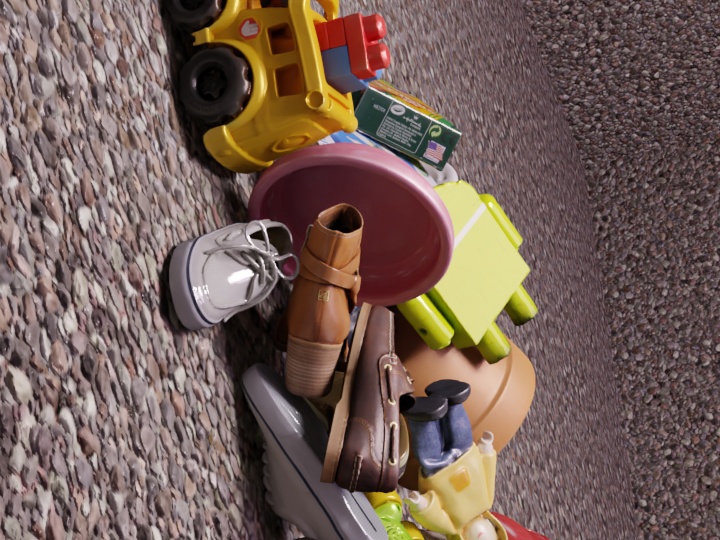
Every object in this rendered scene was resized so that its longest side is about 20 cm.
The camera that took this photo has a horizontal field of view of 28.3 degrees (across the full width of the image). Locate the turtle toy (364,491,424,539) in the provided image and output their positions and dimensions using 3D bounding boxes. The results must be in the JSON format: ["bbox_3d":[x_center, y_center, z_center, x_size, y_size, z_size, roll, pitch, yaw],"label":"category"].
[{"bbox_3d":[0.031,0.309,1.369,0.146,0.100,0.201,59,-3,45],"label":"turtle toy"}]

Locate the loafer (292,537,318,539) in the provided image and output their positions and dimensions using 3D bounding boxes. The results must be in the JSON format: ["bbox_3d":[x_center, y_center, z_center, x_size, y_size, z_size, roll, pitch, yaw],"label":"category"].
[{"bbox_3d":[-0.049,0.305,1.152,0.071,0.072,0.202,54,26,-51],"label":"loafer"}]

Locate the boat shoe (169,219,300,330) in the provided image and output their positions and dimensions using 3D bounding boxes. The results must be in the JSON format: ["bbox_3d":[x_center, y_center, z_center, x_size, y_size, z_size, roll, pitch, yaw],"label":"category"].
[{"bbox_3d":[-0.096,-0.004,1.225,0.202,0.085,0.075,-41,116,-73],"label":"boat shoe"}]

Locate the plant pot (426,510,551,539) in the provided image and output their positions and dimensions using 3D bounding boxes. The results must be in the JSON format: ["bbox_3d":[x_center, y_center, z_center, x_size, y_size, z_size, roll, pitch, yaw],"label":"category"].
[{"bbox_3d":[0.145,0.371,1.550,0.182,0.199,0.202,40,39,-53],"label":"plant pot"}]

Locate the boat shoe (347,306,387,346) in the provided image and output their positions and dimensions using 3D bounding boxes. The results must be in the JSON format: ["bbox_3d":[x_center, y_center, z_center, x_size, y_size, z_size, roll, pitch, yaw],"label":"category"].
[{"bbox_3d":[0.000,0.000,1.484,0.201,0.083,0.069,-90,155,-45],"label":"boat shoe"}]

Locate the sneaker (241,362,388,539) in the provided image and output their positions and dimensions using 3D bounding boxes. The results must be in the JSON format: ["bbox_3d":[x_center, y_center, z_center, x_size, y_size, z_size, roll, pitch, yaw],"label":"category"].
[{"bbox_3d":[-0.057,0.178,1.249,0.201,0.071,0.073,58,15,12],"label":"sneaker"}]

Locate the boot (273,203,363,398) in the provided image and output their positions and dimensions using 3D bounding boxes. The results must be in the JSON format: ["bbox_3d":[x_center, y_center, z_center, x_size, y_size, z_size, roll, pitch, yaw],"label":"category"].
[{"bbox_3d":[-0.031,0.012,1.306,0.200,0.073,0.156,-108,-152,-73],"label":"boot"}]

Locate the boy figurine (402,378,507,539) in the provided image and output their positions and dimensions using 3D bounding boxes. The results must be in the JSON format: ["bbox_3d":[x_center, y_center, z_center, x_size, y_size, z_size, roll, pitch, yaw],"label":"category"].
[{"bbox_3d":[0.093,0.215,1.428,0.124,0.064,0.202,-27,108,-34],"label":"boy figurine"}]

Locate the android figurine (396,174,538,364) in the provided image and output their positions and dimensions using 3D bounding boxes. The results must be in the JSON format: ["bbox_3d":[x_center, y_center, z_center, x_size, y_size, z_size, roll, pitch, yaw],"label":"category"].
[{"bbox_3d":[0.102,-0.007,1.464,0.200,0.041,0.182,50,54,-17],"label":"android figurine"}]

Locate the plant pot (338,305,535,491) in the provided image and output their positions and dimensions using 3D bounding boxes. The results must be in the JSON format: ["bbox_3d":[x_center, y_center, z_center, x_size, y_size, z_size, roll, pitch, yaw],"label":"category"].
[{"bbox_3d":[0.069,0.116,1.538,0.140,0.199,0.201,48,28,-27],"label":"plant pot"}]

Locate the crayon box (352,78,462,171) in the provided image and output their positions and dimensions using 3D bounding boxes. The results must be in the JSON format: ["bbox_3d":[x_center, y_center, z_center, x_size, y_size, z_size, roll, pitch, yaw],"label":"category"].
[{"bbox_3d":[0.022,-0.184,1.600,0.126,0.051,0.200,24,11,-23],"label":"crayon box"}]

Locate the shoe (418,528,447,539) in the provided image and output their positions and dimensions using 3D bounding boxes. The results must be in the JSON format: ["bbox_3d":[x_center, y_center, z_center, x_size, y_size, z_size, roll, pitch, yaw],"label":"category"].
[{"bbox_3d":[0.092,0.347,1.437,0.201,0.069,0.054,63,0,36],"label":"shoe"}]

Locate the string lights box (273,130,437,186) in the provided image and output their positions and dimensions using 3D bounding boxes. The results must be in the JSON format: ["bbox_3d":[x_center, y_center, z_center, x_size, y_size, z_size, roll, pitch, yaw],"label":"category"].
[{"bbox_3d":[-0.002,-0.097,1.483,0.199,0.059,0.103,19,28,-45],"label":"string lights box"}]

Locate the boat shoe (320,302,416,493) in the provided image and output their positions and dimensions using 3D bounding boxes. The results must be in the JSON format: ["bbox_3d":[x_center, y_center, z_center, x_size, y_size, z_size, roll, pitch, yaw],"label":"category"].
[{"bbox_3d":[0.014,0.112,1.248,0.071,0.070,0.201,97,3,-47],"label":"boat shoe"}]

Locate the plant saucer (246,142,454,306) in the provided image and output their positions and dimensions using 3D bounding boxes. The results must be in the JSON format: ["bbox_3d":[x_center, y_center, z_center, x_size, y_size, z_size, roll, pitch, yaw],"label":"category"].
[{"bbox_3d":[-0.007,-0.049,1.352,0.051,0.199,0.201,-75,148,-41],"label":"plant saucer"}]

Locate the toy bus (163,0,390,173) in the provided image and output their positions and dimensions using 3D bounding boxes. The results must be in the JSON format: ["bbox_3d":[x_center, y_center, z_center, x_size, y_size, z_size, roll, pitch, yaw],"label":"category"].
[{"bbox_3d":[-0.067,-0.212,1.312,0.136,0.190,0.202,20,56,-69],"label":"toy bus"}]

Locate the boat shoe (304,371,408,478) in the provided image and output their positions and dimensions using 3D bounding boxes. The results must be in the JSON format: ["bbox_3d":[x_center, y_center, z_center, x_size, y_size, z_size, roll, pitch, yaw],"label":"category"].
[{"bbox_3d":[-0.002,0.156,1.338,0.200,0.073,0.065,-133,-151,-64],"label":"boat shoe"}]

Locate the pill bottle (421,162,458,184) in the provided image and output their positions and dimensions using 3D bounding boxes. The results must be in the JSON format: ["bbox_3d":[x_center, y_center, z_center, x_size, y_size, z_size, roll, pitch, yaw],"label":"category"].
[{"bbox_3d":[0.068,-0.024,1.720,0.120,0.118,0.202,-80,165,-54],"label":"pill bottle"}]
